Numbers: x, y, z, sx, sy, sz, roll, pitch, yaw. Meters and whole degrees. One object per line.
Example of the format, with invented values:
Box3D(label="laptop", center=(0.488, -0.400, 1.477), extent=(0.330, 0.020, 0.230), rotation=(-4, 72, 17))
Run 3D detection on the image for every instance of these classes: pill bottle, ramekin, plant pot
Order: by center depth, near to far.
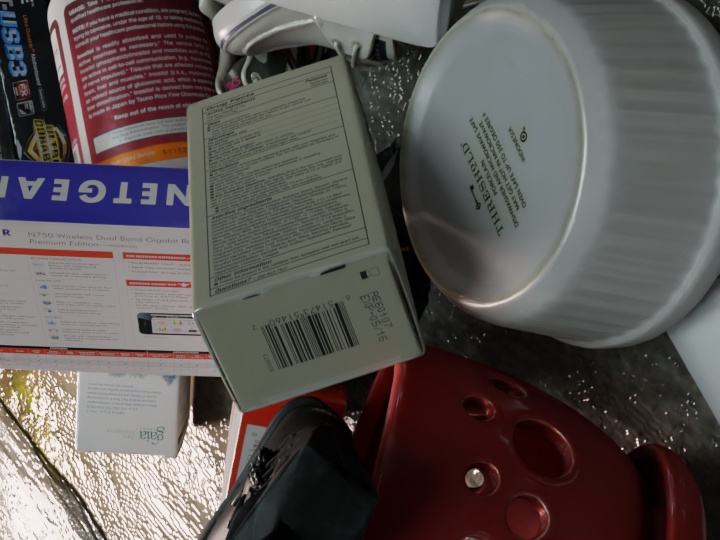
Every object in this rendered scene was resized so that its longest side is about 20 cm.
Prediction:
Box3D(label="plant pot", center=(0.072, 0.156, 0.684), extent=(0.181, 0.201, 0.202), rotation=(17, 112, -1))
Box3D(label="ramekin", center=(0.102, -0.058, 0.700), extent=(0.202, 0.094, 0.205), rotation=(-4, 85, 57))
Box3D(label="pill bottle", center=(-0.154, -0.141, 0.907), extent=(0.112, 0.112, 0.202), rotation=(-22, 77, 44))

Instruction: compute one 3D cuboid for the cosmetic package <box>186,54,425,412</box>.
Box3D(label="cosmetic package", center=(-0.035, -0.027, 0.701), extent=(0.201, 0.103, 0.074), rotation=(-100, -9, -54))

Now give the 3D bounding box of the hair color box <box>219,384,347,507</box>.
Box3D(label="hair color box", center=(-0.050, 0.088, 0.842), extent=(0.200, 0.063, 0.112), rotation=(-100, 21, -70))

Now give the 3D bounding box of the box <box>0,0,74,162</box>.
Box3D(label="box", center=(-0.244, -0.154, 1.015), extent=(0.200, 0.049, 0.201), rotation=(161, 97, -86))

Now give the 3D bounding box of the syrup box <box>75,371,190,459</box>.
Box3D(label="syrup box", center=(-0.171, 0.037, 1.004), extent=(0.081, 0.078, 0.202), rotation=(-95, 8, -79))

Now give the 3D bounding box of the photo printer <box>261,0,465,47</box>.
Box3D(label="photo printer", center=(-0.034, -0.216, 0.698), extent=(0.198, 0.070, 0.167), rotation=(18, 146, 9))

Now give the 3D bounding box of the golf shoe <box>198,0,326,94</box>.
Box3D(label="golf shoe", center=(-0.058, -0.104, 0.892), extent=(0.077, 0.088, 0.202), rotation=(-23, 79, 42))

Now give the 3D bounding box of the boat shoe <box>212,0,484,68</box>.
Box3D(label="boat shoe", center=(0.003, -0.160, 0.806), extent=(0.198, 0.071, 0.070), rotation=(-18, 89, 15))

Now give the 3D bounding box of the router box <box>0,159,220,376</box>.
Box3D(label="router box", center=(-0.178, 0.003, 0.875), extent=(0.180, 0.198, 0.049), rotation=(99, 173, -54))

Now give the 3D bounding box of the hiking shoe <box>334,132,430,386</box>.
Box3D(label="hiking shoe", center=(0.000, 0.000, 0.797), extent=(0.074, 0.201, 0.086), rotation=(45, 142, -15))

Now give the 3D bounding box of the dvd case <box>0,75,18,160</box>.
Box3D(label="dvd case", center=(-0.260, -0.074, 0.997), extent=(0.146, 0.022, 0.201), rotation=(86, 169, -58))

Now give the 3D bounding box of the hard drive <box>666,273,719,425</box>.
Box3D(label="hard drive", center=(0.222, 0.023, 0.665), extent=(0.132, 0.026, 0.201), rotation=(-43, 65, 39))

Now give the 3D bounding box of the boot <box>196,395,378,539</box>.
Box3D(label="boot", center=(-0.047, 0.149, 0.633), extent=(0.200, 0.065, 0.166), rotation=(-152, 82, -83))
